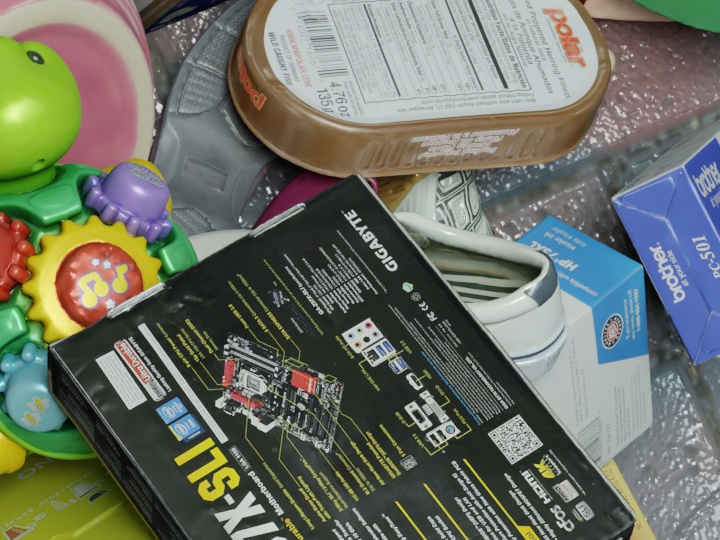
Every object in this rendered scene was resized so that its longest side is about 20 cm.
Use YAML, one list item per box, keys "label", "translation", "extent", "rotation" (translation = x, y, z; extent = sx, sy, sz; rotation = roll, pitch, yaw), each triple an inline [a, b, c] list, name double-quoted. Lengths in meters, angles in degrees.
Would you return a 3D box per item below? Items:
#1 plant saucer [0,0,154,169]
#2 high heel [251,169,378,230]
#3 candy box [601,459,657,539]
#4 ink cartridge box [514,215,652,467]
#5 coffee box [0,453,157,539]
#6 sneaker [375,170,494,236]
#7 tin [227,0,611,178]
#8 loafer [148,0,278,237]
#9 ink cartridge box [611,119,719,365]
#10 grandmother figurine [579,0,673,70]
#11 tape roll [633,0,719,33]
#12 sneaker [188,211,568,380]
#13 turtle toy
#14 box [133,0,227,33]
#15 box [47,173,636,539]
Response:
- label: "plant saucer"
  translation: [-0.169, -0.063, 1.225]
  extent: [0.200, 0.051, 0.201]
  rotation: [-26, 128, -40]
- label: "high heel"
  translation: [-0.056, 0.034, 1.290]
  extent: [0.067, 0.096, 0.200]
  rotation: [28, 73, -17]
- label: "candy box"
  translation: [0.117, 0.200, 1.359]
  extent: [0.117, 0.056, 0.200]
  rotation: [-29, 92, -22]
- label: "ink cartridge box"
  translation: [0.054, 0.078, 1.280]
  extent: [0.200, 0.067, 0.116]
  rotation: [-36, 138, -28]
- label: "coffee box"
  translation: [-0.081, 0.183, 1.178]
  extent: [0.199, 0.200, 0.198]
  rotation: [-33, 113, -24]
- label: "sneaker"
  translation: [0.036, -0.023, 1.361]
  extent: [0.088, 0.076, 0.201]
  rotation: [14, 74, -42]
- label: "tin"
  translation: [0.033, -0.103, 1.304]
  extent: [0.200, 0.042, 0.112]
  rotation: [-6, 61, -23]
- label: "loafer"
  translation: [-0.081, -0.055, 1.316]
  extent: [0.072, 0.063, 0.200]
  rotation: [30, 64, -17]
- label: "ink cartridge box"
  translation: [0.190, -0.022, 1.358]
  extent: [0.044, 0.200, 0.094]
  rotation: [-26, 93, 21]
- label: "grandmother figurine"
  translation: [0.116, -0.168, 1.412]
  extent: [0.200, 0.061, 0.122]
  rotation: [-7, 76, -25]
- label: "tape roll"
  translation: [0.191, -0.218, 1.408]
  extent: [0.200, 0.048, 0.201]
  rotation: [11, 52, -15]
- label: "sneaker"
  translation: [0.000, 0.000, 1.222]
  extent: [0.199, 0.071, 0.073]
  rotation: [5, 47, 6]
- label: "turtle toy"
  translation: [-0.135, -0.006, 1.145]
  extent: [0.145, 0.101, 0.200]
  rotation: [-23, 87, -23]
- label: "box"
  translation: [-0.028, -0.176, 1.319]
  extent: [0.200, 0.121, 0.032]
  rotation: [-27, 92, -23]
- label: "box"
  translation: [-0.009, 0.076, 1.064]
  extent: [0.160, 0.049, 0.200]
  rotation: [-31, 68, -20]
